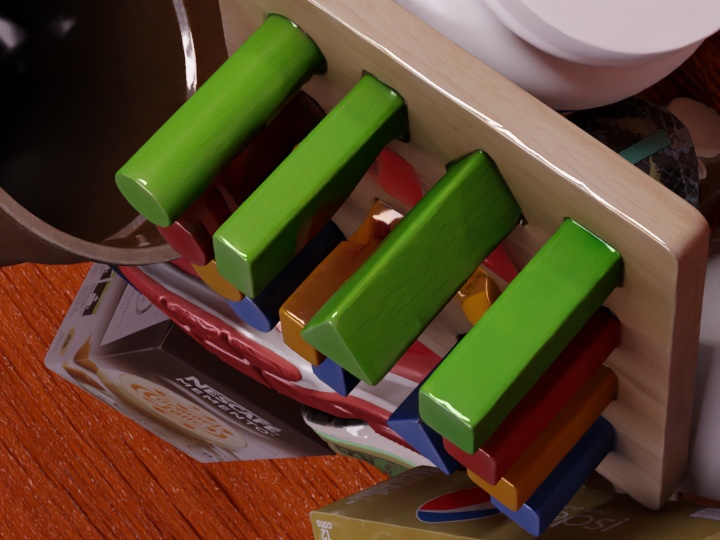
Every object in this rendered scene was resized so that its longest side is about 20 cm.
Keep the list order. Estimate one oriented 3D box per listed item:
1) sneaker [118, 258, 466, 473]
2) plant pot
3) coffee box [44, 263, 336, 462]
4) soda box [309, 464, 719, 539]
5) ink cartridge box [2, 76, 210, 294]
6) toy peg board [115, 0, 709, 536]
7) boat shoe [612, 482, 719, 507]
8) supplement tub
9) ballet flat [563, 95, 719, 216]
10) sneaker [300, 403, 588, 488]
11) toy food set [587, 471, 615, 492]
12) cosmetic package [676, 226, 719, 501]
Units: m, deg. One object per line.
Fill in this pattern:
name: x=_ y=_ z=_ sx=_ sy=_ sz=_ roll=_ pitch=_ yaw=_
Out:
sneaker: x=0.000 y=0.000 z=1.235 sx=0.199 sy=0.116 sz=0.078 roll=27 pitch=170 yaw=23
plant pot: x=-0.165 y=-0.080 z=1.181 sx=0.198 sy=0.200 sz=0.201 roll=-17 pitch=108 yaw=43
coffee box: x=-0.079 y=0.040 z=1.553 sx=0.114 sy=0.080 sz=0.200 roll=32 pitch=164 yaw=-17
soda box: x=0.069 y=0.124 z=1.120 sx=0.199 sy=0.064 sz=0.068 roll=4 pitch=109 yaw=52
ink cartridge box: x=-0.080 y=-0.043 z=1.282 sx=0.199 sy=0.039 sz=0.099 roll=-17 pitch=135 yaw=36
toy peg board: x=0.010 y=0.009 z=1.013 sx=0.200 sy=0.098 sz=0.200 roll=36 pitch=159 yaw=20
boat shoe: x=0.142 y=0.100 z=1.132 sx=0.062 sy=0.071 sz=0.202 roll=-17 pitch=78 yaw=53
supplement tub: x=0.048 y=-0.123 z=1.029 sx=0.146 sy=0.145 sz=0.200 roll=59 pitch=158 yaw=-9
ballet flat: x=0.112 y=-0.035 z=1.103 sx=0.074 sy=0.074 sz=0.200 roll=54 pitch=-170 yaw=3
sneaker: x=0.041 y=0.089 z=1.300 sx=0.200 sy=0.077 sz=0.089 roll=23 pitch=143 yaw=59
toy food set: x=0.103 y=0.050 z=1.291 sx=0.143 sy=0.060 sz=0.201 roll=3 pitch=116 yaw=63
cosmetic package: x=0.187 y=0.033 z=1.017 sx=0.200 sy=0.107 sz=0.091 roll=13 pitch=133 yaw=58
